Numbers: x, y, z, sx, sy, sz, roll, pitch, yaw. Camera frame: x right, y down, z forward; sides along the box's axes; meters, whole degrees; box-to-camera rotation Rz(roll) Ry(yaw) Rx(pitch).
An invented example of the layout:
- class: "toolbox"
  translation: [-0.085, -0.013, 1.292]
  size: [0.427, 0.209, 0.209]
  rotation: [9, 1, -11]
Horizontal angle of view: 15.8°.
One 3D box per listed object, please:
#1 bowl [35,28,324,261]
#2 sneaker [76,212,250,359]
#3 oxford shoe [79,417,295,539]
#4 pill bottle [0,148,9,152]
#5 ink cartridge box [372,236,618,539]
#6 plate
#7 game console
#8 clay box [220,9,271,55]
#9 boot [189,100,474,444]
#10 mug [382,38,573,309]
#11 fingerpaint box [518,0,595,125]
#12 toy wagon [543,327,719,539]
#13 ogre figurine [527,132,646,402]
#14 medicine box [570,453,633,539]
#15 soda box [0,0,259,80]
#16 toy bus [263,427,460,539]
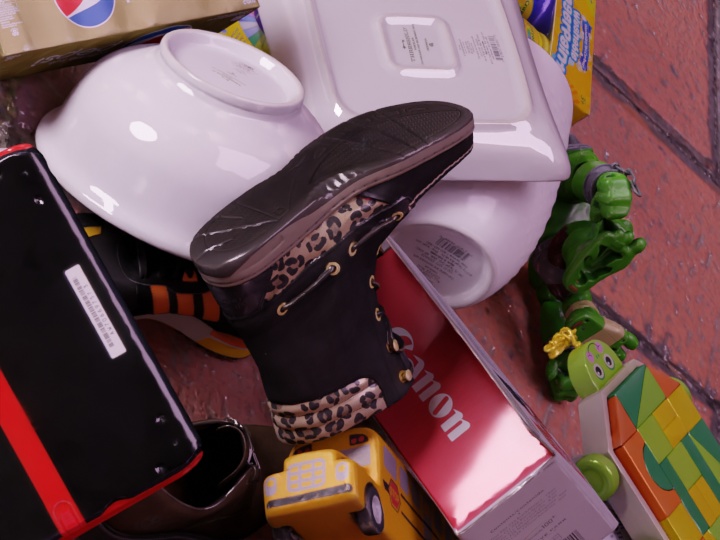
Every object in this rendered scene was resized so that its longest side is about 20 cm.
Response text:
- class: "bowl"
  translation: [-0.094, -0.088, 1.615]
  size: [0.200, 0.091, 0.201]
  rotation: [21, 24, -10]
- class: "sneaker"
  translation: [-0.108, -0.004, 1.618]
  size: [0.199, 0.090, 0.070]
  rotation: [20, 51, -45]
- class: "oxford shoe"
  translation: [-0.083, 0.124, 1.566]
  size: [0.199, 0.084, 0.073]
  rotation: [-10, 73, -56]
- class: "pill bottle"
  translation: [-0.207, 0.009, 1.462]
  size: [0.201, 0.110, 0.111]
  rotation: [61, 34, 0]
- class: "ink cartridge box"
  translation: [0.055, 0.088, 1.662]
  size: [0.200, 0.084, 0.176]
  rotation: [53, 2, 35]
- class: "plate"
  translation: [0.036, -0.146, 1.779]
  size: [0.198, 0.032, 0.201]
  rotation: [0, 51, -19]
- class: "game console"
  translation: [-0.205, 0.058, 1.395]
  size: [0.201, 0.176, 0.031]
  rotation: [60, -7, -1]
- class: "clay box"
  translation: [-0.109, -0.152, 1.761]
  size: [0.200, 0.047, 0.115]
  rotation: [51, 35, -15]
- class: "boot"
  translation: [0.000, 0.000, 1.568]
  size: [0.199, 0.073, 0.151]
  rotation: [-35, 124, -26]
- class: "mug"
  translation: [0.050, -0.081, 1.833]
  size: [0.200, 0.147, 0.176]
  rotation: [41, 42, -26]
- class: "fingerpaint box"
  translation: [0.112, -0.226, 2.081]
  size: [0.167, 0.073, 0.201]
  rotation: [39, 40, -29]
- class: "toy wagon"
  translation: [0.196, 0.123, 1.788]
  size: [0.201, 0.039, 0.155]
  rotation: [58, 34, -3]
- class: "ogre figurine"
  translation: [0.160, -0.014, 1.929]
  size: [0.120, 0.097, 0.201]
  rotation: [-107, -179, -47]
- class: "medicine box"
  translation: [0.171, 0.222, 1.811]
  size: [0.199, 0.103, 0.183]
  rotation: [-14, 78, -54]
- class: "soda box"
  translation: [-0.166, -0.169, 1.631]
  size: [0.199, 0.068, 0.065]
  rotation: [-15, 84, -38]
- class: "toy bus"
  translation: [0.006, 0.160, 1.613]
  size: [0.200, 0.065, 0.079]
  rotation: [53, 30, -52]
